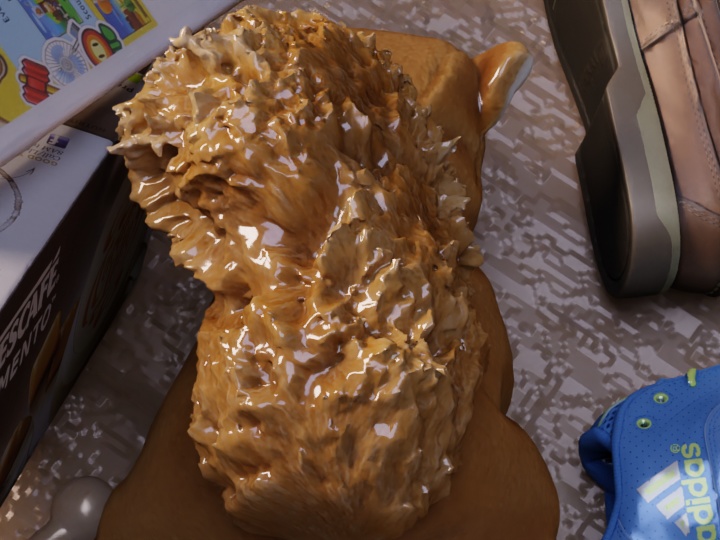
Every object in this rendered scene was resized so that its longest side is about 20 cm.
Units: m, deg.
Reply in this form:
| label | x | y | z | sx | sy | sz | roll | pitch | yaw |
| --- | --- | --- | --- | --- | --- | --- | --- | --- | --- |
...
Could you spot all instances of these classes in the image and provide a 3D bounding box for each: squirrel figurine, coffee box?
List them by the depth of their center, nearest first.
| label | x | y | z | sx | sy | sz | roll | pitch | yaw |
| --- | --- | --- | --- | --- | --- | --- | --- | --- | --- |
| coffee box | -0.119 | 0.000 | 0.746 | 0.080 | 0.114 | 0.200 | 19 | 34 | 4 |
| squirrel figurine | 0.000 | 0.000 | 0.757 | 0.141 | 0.200 | 0.187 | 8 | 66 | 7 |

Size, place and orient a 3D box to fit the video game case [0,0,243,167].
| label | x | y | z | sx | sy | sz | roll | pitch | yaw |
| --- | --- | --- | --- | --- | --- | --- | --- | --- | --- |
| video game case | -0.126 | -0.132 | 0.718 | 0.200 | 0.023 | 0.182 | 55 | 37 | -6 |

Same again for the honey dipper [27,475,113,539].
| label | x | y | z | sx | sy | sz | roll | pitch | yaw |
| --- | --- | --- | --- | --- | --- | --- | --- | --- | --- |
| honey dipper | -0.149 | 0.129 | 0.779 | 0.038 | 0.038 | 0.200 | 42 | 68 | 13 |

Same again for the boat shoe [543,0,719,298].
| label | x | y | z | sx | sy | sz | roll | pitch | yaw |
| --- | --- | --- | --- | --- | --- | --- | --- | --- | --- |
| boat shoe | 0.104 | -0.087 | 0.878 | 0.068 | 0.072 | 0.200 | -4 | 76 | -10 |

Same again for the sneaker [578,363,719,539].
| label | x | y | z | sx | sy | sz | roll | pitch | yaw |
| --- | --- | --- | --- | --- | --- | --- | --- | --- | --- |
| sneaker | 0.132 | 0.043 | 0.815 | 0.105 | 0.076 | 0.200 | 26 | 68 | 8 |
